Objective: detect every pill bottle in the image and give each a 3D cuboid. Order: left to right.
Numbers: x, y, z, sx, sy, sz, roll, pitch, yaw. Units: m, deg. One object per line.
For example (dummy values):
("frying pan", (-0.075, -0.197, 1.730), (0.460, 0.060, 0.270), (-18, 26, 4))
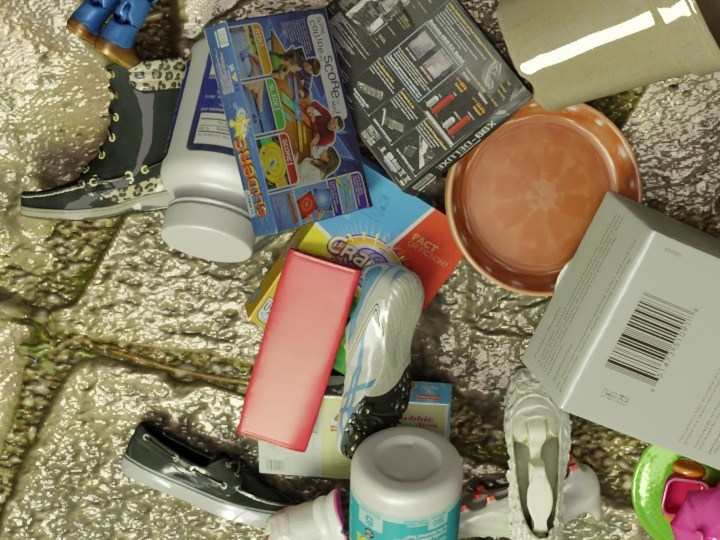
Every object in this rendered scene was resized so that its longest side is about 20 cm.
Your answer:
("pill bottle", (-0.129, -0.116, 1.667), (0.120, 0.120, 0.200), (11, 71, 3))
("pill bottle", (0.043, 0.262, 1.714), (0.111, 0.111, 0.200), (4, 127, 4))

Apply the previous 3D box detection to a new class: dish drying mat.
("dish drying mat", (-0.063, 0.081, 1.719), (0.077, 0.018, 0.200), (18, 102, 4))

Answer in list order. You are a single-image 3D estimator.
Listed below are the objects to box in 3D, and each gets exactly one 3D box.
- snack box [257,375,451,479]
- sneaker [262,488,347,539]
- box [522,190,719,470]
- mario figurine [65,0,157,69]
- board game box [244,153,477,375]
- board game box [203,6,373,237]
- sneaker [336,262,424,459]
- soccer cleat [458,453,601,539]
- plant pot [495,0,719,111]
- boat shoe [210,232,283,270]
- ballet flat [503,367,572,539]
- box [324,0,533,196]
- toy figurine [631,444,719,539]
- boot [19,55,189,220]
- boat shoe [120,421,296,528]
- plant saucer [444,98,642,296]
("snack box", (-0.007, 0.164, 1.782), (0.200, 0.037, 0.116), (4, 127, 4))
("sneaker", (-0.062, 0.295, 1.778), (0.088, 0.081, 0.200), (-5, 140, -6))
("box", (0.298, 0.059, 1.678), (0.200, 0.131, 0.199), (21, 105, -19))
("mario figurine", (-0.198, -0.296, 1.697), (0.123, 0.106, 0.200), (34, 94, -14))
("board game box", (0.000, 0.000, 1.744), (0.153, 0.040, 0.200), (31, 104, -18))
("board game box", (-0.066, -0.142, 1.622), (0.034, 0.135, 0.200), (-10, 95, 45))
("sneaker", (0.012, 0.090, 1.710), (0.072, 0.072, 0.200), (9, 98, -41))
("soccer cleat", (0.156, 0.258, 1.795), (0.200, 0.069, 0.078), (-18, 103, 6))
("plant pot", (0.236, -0.245, 1.627), (0.183, 0.200, 0.201), (-22, 100, 21))
("boat shoe", (-0.083, -0.079, 1.743), (0.201, 0.066, 0.072), (-42, 62, -6))
("ballet flat", (0.182, 0.192, 1.737), (0.072, 0.072, 0.200), (-3, 74, 6))
("box", (0.048, -0.199, 1.678), (0.158, 0.050, 0.200), (-40, 76, 11))
("toy figurine", (0.378, 0.253, 1.713), (0.200, 0.184, 0.150), (11, 103, 2))
("boot", (-0.253, -0.133, 1.742), (0.203, 0.073, 0.154), (-7, 99, 0))
("boat shoe", (-0.156, 0.218, 1.813), (0.200, 0.069, 0.057), (19, 103, 3))
("plant saucer", (0.182, -0.075, 1.716), (0.200, 0.032, 0.200), (-1, 97, -9))
